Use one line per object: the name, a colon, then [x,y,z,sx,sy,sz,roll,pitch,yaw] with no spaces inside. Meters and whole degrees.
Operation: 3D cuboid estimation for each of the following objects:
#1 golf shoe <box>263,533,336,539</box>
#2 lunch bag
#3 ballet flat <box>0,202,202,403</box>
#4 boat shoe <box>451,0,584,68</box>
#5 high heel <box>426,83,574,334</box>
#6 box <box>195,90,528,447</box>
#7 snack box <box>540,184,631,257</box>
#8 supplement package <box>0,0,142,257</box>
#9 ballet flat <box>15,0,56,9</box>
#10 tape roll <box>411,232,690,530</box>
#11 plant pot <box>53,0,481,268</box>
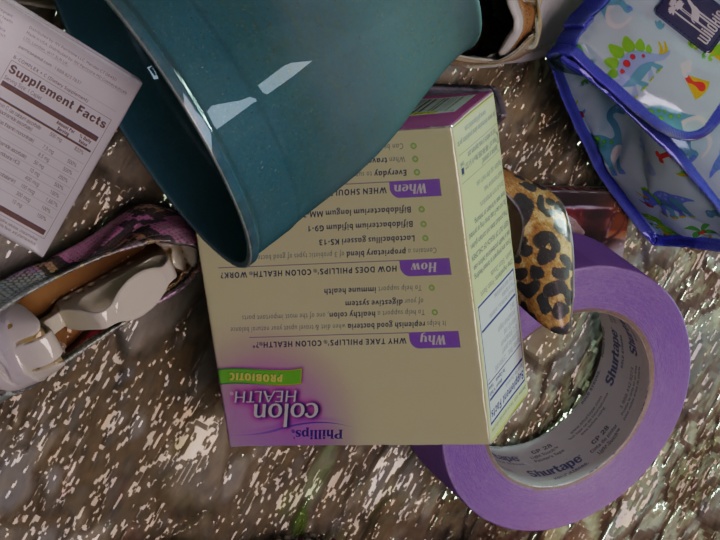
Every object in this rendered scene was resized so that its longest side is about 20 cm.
golf shoe: [-0.089,0.227,1.488,0.199,0.075,0.092,1,107,-28]
lunch bag: [0.228,-0.137,1.524,0.200,0.127,0.170,49,66,-28]
ballet flat: [-0.179,0.027,1.379,0.200,0.071,0.069,-34,119,-17]
boat shoe: [0.089,-0.164,1.476,0.199,0.068,0.075,-14,109,-28]
high heel: [0.054,-0.040,1.440,0.142,0.201,0.071,-1,145,-33]
box: [0.000,0.000,1.395,0.097,0.175,0.201,-41,126,-65]
snack box: [0.096,-0.023,1.547,0.199,0.024,0.072,0,105,-30]
supplement package: [-0.241,-0.111,1.228,0.155,0.200,0.111,31,88,-32]
ballet flat: [-0.194,-0.191,1.317,0.199,0.068,0.075,16,122,-35]
tape roll: [0.128,0.077,1.553,0.199,0.066,0.201,-13,118,-25]
plant pot: [-0.043,-0.136,1.255,0.188,0.200,0.201,-34,118,-12]
